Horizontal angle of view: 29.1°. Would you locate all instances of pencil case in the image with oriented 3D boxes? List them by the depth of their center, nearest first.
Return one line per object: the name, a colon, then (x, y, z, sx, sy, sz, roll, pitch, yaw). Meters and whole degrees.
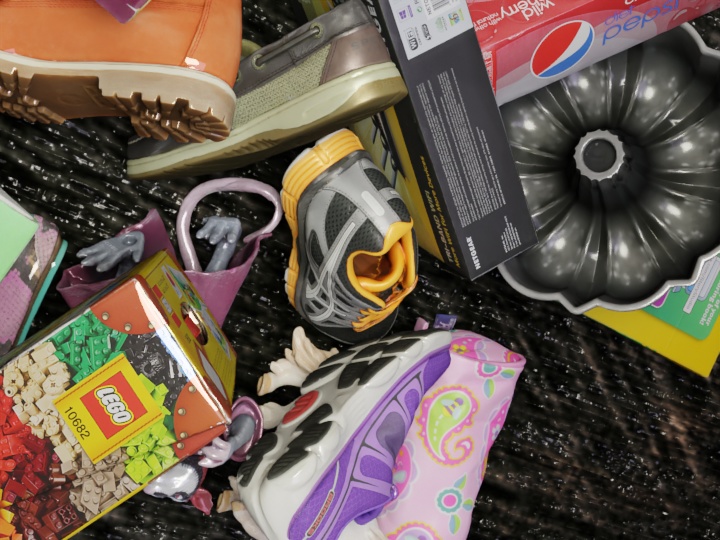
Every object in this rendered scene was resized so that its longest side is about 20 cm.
pencil case: (0.049, 0.137, 0.963, 0.086, 0.087, 0.203, 10, 100, -31)

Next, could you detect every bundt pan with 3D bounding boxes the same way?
bundt pan: (0.161, -0.070, 0.919, 0.204, 0.200, 0.076, -64, 164, 2)

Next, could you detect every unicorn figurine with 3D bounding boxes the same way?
unicorn figurine: (-0.022, 0.149, 0.900, 0.136, 0.074, 0.203, 21, 83, -18)

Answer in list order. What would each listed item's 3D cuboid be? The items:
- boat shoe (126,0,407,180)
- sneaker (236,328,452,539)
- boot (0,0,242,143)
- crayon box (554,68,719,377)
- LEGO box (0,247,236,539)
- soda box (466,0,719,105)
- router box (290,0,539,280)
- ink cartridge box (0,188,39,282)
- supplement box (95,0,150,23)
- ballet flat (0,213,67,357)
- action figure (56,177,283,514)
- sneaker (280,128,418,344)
boat shoe: (-0.060, -0.099, 0.783, 0.071, 0.199, 0.067, -13, 89, -50)
sneaker: (-0.002, 0.105, 0.853, 0.200, 0.080, 0.084, -45, 115, -43)
boot: (-0.155, -0.136, 0.745, 0.197, 0.075, 0.109, 8, 78, 6)
crayon box: (0.229, -0.046, 1.024, 0.171, 0.058, 0.202, 25, 92, -34)
LEGO box: (-0.140, 0.066, 0.675, 0.148, 0.200, 0.078, -34, 96, -1)
soda box: (0.133, -0.171, 0.853, 0.198, 0.070, 0.064, -25, 150, -11)
router box: (0.023, -0.112, 0.827, 0.052, 0.157, 0.202, -27, 116, -14)
ink cartridge box: (-0.267, 0.023, 0.710, 0.084, 0.146, 0.201, 37, 85, -30)
supplement box: (-0.082, -0.240, 0.672, 0.103, 0.130, 0.202, 38, 51, -19)
ballet flat: (-0.229, 0.060, 0.799, 0.070, 0.069, 0.203, 17, 92, -14)
action figure: (-0.118, 0.060, 0.857, 0.149, 0.132, 0.202, -61, 152, -52)
sneaker: (0.000, 0.000, 0.861, 0.078, 0.077, 0.201, -40, 154, -13)
